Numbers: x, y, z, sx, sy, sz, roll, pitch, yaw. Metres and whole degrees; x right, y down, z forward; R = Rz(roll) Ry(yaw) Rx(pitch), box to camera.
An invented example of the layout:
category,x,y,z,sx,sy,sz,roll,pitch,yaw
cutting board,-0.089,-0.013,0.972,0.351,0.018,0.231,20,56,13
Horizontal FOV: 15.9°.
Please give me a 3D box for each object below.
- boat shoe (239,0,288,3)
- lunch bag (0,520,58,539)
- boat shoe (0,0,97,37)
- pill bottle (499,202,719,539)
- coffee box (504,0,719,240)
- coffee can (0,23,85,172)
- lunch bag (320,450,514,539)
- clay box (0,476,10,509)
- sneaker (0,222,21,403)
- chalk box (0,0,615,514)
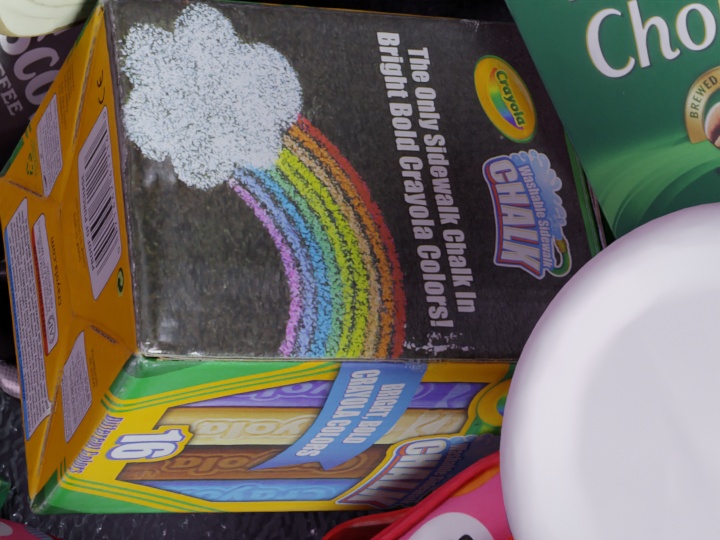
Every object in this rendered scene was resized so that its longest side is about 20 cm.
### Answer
category,x,y,z,sx,sy,sz,roll,pitch,yaw
boat shoe,0.032,-0.129,0.896,0.200,0.076,0.072,-5,82,38
lunch bag,-0.145,0.186,0.862,0.176,0.082,0.200,25,94,66
boat shoe,-0.063,-0.120,0.810,0.066,0.201,0.072,-25,94,26
pill bottle,0.132,0.063,0.678,0.116,0.200,0.116,-12,67,31
coffee box,0.113,-0.062,0.752,0.123,0.044,0.200,-15,106,38
coffee can,-0.172,-0.080,0.927,0.200,0.146,0.146,-26,58,-3
lunch bag,0.027,0.150,0.805,0.200,0.082,0.176,-39,52,22
clay box,-0.236,0.092,1.025,0.200,0.048,0.115,27,94,38
sneaker,-0.112,0.009,0.921,0.200,0.115,0.075,25,91,38
chalk box,0.000,0.000,0.820,0.124,0.200,0.125,132,136,-55
